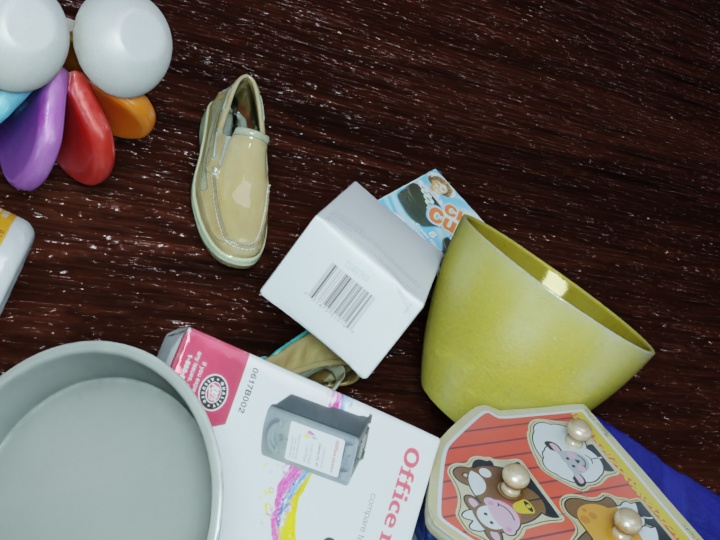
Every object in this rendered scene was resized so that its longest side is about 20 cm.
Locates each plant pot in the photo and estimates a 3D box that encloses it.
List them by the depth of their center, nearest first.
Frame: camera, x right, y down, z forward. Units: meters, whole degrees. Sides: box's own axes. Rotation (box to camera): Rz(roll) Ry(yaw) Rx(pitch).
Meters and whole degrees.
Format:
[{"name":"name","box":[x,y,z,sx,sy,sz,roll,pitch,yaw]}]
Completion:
[{"name":"plant pot","box":[0.132,0.068,0.896,0.198,0.143,0.200,33,11,-7]}]

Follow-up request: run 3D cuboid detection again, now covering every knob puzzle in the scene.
[{"name":"knob puzzle","box":[0.133,0.155,0.720,0.215,0.031,0.221,13,31,-8]}]

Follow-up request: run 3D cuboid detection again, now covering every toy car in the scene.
[{"name":"toy car","box":[-0.251,-0.140,0.820,0.197,0.173,0.153,-4,93,-41]}]

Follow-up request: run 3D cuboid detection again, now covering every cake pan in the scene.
[{"name":"cake pan","box":[-0.165,0.143,0.604,0.203,0.198,0.037,64,6,27]}]

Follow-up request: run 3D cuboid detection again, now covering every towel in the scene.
[{"name":"towel","box":[0.265,0.229,0.956,0.198,0.050,0.148,34,33,-7]}]

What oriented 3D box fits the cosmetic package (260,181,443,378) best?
[{"name":"cosmetic package","box":[0.000,0.000,0.871,0.112,0.082,0.200,39,14,1]}]

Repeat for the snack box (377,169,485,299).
[{"name":"snack box","box":[0.105,-0.005,1.046,0.200,0.037,0.116,48,40,9]}]

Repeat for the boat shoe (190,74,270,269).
[{"name":"boat shoe","box":[-0.111,-0.098,0.930,0.071,0.076,0.203,12,47,-29]}]

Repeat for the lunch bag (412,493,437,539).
[{"name":"lunch bag","box":[0.126,0.228,0.760,0.134,0.134,0.200,-7,38,-35]}]

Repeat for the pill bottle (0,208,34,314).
[{"name":"pill bottle","box":[-0.322,-0.020,0.662,0.198,0.117,0.118,27,41,-16]}]

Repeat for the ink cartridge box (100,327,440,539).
[{"name":"ink cartridge box","box":[-0.063,0.145,0.696,0.197,0.085,0.150,24,73,-16]}]

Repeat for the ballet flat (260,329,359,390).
[{"name":"ballet flat","box":[-0.066,0.093,0.799,0.199,0.069,0.063,-26,76,-47]}]
